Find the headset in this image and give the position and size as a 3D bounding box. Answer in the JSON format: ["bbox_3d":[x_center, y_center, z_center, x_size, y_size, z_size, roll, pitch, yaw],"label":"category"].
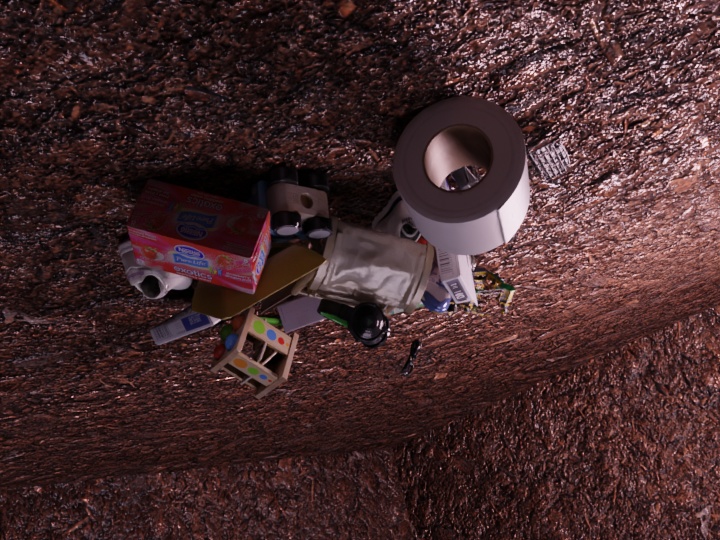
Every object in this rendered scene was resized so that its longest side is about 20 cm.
[{"bbox_3d":[0.011,0.110,1.332,0.196,0.096,0.124,19,170,14],"label":"headset"}]

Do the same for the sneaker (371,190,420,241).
[{"bbox_3d":[0.073,-0.076,1.431,0.075,0.082,0.201,-10,159,-16],"label":"sneaker"}]

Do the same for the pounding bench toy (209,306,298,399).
[{"bbox_3d":[-0.241,0.155,1.746,0.155,0.203,0.124,34,134,-21],"label":"pounding bench toy"}]

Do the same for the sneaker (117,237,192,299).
[{"bbox_3d":[-0.360,0.015,1.341,0.073,0.102,0.200,-21,159,12],"label":"sneaker"}]

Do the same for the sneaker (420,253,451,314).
[{"bbox_3d":[0.174,-0.001,1.570,0.074,0.202,0.089,27,134,-10],"label":"sneaker"}]

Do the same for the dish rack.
[{"bbox_3d":[0.271,-0.178,1.352,0.197,0.056,0.153,-25,158,19],"label":"dish rack"}]

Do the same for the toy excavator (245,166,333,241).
[{"bbox_3d":[-0.166,-0.087,1.246,0.191,0.102,0.198,6,159,-39],"label":"toy excavator"}]

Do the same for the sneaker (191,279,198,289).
[{"bbox_3d":[-0.219,0.000,1.437,0.197,0.068,0.090,-26,151,18],"label":"sneaker"}]

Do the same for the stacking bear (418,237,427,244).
[{"bbox_3d":[0.062,0.002,1.577,0.198,0.114,0.122,-34,-162,14],"label":"stacking bear"}]

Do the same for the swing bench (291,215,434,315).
[{"bbox_3d":[0.000,0.000,1.357,0.195,0.133,0.199,14,172,-17],"label":"swing bench"}]

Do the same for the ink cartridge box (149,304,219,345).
[{"bbox_3d":[-0.293,0.070,1.512,0.194,0.044,0.199,-21,-169,40],"label":"ink cartridge box"}]

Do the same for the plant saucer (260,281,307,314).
[{"bbox_3d":[-0.123,0.024,1.531,0.197,0.037,0.200,-29,178,-1],"label":"plant saucer"}]

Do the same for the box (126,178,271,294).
[{"bbox_3d":[-0.240,-0.051,1.144,0.195,0.097,0.101,15,146,4],"label":"box"}]

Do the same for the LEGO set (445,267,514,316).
[{"bbox_3d":[0.260,0.071,1.794,0.197,0.153,0.118,-8,124,-44],"label":"LEGO set"}]

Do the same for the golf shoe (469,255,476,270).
[{"bbox_3d":[0.164,0.007,1.702,0.197,0.079,0.088,-24,148,19],"label":"golf shoe"}]

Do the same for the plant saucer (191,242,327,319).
[{"bbox_3d":[-0.180,0.006,1.257,0.198,0.049,0.199,-31,-165,-24],"label":"plant saucer"}]

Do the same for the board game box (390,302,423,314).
[{"bbox_3d":[0.096,0.069,1.866,0.195,0.030,0.135,-14,157,-2],"label":"board game box"}]

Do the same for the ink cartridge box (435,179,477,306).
[{"bbox_3d":[0.169,-0.049,1.398,0.042,0.203,0.200,-12,159,14],"label":"ink cartridge box"}]

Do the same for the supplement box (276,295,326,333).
[{"bbox_3d":[-0.097,0.076,1.621,0.107,0.062,0.200,-19,-179,12],"label":"supplement box"}]

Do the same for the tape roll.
[{"bbox_3d":[0.158,-0.142,1.160,0.198,0.207,0.139,-18,158,10],"label":"tape roll"}]
